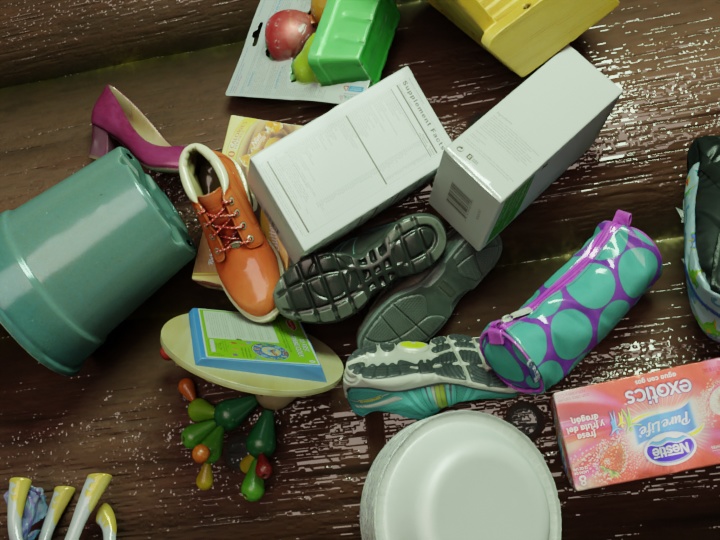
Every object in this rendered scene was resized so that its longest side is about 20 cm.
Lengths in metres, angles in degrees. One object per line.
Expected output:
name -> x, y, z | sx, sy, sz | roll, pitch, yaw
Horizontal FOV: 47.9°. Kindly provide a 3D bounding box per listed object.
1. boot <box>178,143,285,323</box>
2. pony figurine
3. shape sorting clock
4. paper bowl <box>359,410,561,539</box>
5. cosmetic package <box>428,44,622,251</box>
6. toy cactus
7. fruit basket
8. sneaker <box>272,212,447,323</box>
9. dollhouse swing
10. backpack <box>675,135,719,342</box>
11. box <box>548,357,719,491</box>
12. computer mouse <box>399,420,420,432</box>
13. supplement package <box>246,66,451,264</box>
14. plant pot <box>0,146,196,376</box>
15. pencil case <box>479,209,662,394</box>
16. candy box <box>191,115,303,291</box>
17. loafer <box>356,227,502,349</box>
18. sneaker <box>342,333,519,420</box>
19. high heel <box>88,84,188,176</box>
boot -> -0.142, -0.041, 0.874 | 0.074, 0.107, 0.203 | -24, 78, 3
pony figurine -> -0.359, 0.335, 0.891 | 0.188, 0.167, 0.204 | -4, 61, 7
shape sorting clock -> -0.113, 0.087, 0.858 | 0.196, 0.200, 0.040 | 15, 106, 13
paper bowl -> 0.104, 0.240, 0.791 | 0.196, 0.104, 0.206 | 5, 73, -15
cosmetic package -> 0.171, -0.130, 0.853 | 0.199, 0.108, 0.085 | -40, 73, -20
toy cactus -> -0.132, 0.145, 0.908 | 0.162, 0.103, 0.202 | -26, 66, -5
fruit basket -> -0.054, -0.283, 0.982 | 0.196, 0.094, 0.189 | 7, 72, 34
sneaker -> 0.000, 0.000, 0.877 | 0.196, 0.079, 0.077 | -22, 97, -3
dollhouse swing -> 0.133, -0.338, 0.859 | 0.180, 0.176, 0.201 | -35, 42, 3
backpack -> 0.392, -0.022, 0.797 | 0.159, 0.156, 0.202 | 9, 43, 16
box -> 0.295, 0.151, 0.807 | 0.195, 0.103, 0.097 | -13, 77, 7
computer mouse -> 0.072, 0.262, 0.859 | 0.107, 0.044, 0.205 | -11, 77, 10
supplement package -> -0.011, -0.110, 0.881 | 0.198, 0.109, 0.115 | -31, 89, -12
plant pot -> -0.304, -0.023, 0.918 | 0.195, 0.200, 0.202 | -36, 74, -1
pencil case -> 0.217, 0.035, 0.831 | 0.199, 0.093, 0.085 | -40, 30, -16
candy box -> -0.117, -0.072, 0.958 | 0.113, 0.055, 0.205 | 10, 82, 13
loafer -> 0.072, 0.022, 0.907 | 0.199, 0.063, 0.072 | -42, 115, 2
sneaker -> 0.078, 0.121, 0.878 | 0.195, 0.081, 0.078 | 0, 34, -1
high heel -> -0.251, -0.171, 0.996 | 0.196, 0.067, 0.099 | 12, 92, 17
